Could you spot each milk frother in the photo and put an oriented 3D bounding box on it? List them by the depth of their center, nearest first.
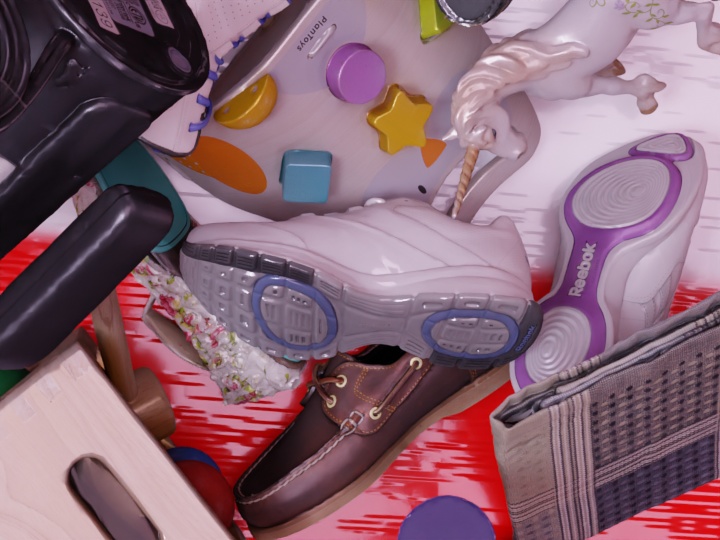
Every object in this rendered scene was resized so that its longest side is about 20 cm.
[{"bbox_3d":[-0.196,-0.070,0.858,0.188,0.181,0.200,-40,134,23],"label":"milk frother"}]

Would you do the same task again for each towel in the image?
[{"bbox_3d":[0.162,0.081,1.062,0.192,0.200,0.035,-24,59,-6],"label":"towel"}]

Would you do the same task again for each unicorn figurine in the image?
[{"bbox_3d":[0.130,-0.122,1.062,0.137,0.074,0.201,7,125,-43],"label":"unicorn figurine"}]

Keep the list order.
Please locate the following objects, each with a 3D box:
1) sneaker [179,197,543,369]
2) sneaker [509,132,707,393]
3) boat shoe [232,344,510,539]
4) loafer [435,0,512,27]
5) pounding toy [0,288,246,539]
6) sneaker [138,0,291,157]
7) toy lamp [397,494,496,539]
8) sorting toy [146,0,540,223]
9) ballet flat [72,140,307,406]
[{"bbox_3d":[0.000,0.000,1.043,0.199,0.075,0.087,9,47,-7],"label":"sneaker"},{"bbox_3d":[0.148,0.011,1.112,0.075,0.100,0.201,17,68,31],"label":"sneaker"},{"bbox_3d":[0.004,0.071,1.082,0.200,0.070,0.071,-38,117,-14],"label":"boat shoe"},{"bbox_3d":[0.051,-0.213,0.970,0.071,0.063,0.201,8,122,13],"label":"loafer"},{"bbox_3d":[-0.137,0.096,1.009,0.142,0.184,0.200,-38,96,-6],"label":"pounding toy"},{"bbox_3d":[-0.090,-0.127,1.001,0.198,0.081,0.116,-20,116,-7],"label":"sneaker"},{"bbox_3d":[0.066,0.168,1.036,0.058,0.200,0.059,-3,73,12],"label":"toy lamp"},{"bbox_3d":[0.013,-0.091,1.083,0.180,0.107,0.200,40,86,-26],"label":"sorting toy"},{"bbox_3d":[-0.112,0.000,1.072,0.064,0.076,0.200,-40,92,29],"label":"ballet flat"}]
